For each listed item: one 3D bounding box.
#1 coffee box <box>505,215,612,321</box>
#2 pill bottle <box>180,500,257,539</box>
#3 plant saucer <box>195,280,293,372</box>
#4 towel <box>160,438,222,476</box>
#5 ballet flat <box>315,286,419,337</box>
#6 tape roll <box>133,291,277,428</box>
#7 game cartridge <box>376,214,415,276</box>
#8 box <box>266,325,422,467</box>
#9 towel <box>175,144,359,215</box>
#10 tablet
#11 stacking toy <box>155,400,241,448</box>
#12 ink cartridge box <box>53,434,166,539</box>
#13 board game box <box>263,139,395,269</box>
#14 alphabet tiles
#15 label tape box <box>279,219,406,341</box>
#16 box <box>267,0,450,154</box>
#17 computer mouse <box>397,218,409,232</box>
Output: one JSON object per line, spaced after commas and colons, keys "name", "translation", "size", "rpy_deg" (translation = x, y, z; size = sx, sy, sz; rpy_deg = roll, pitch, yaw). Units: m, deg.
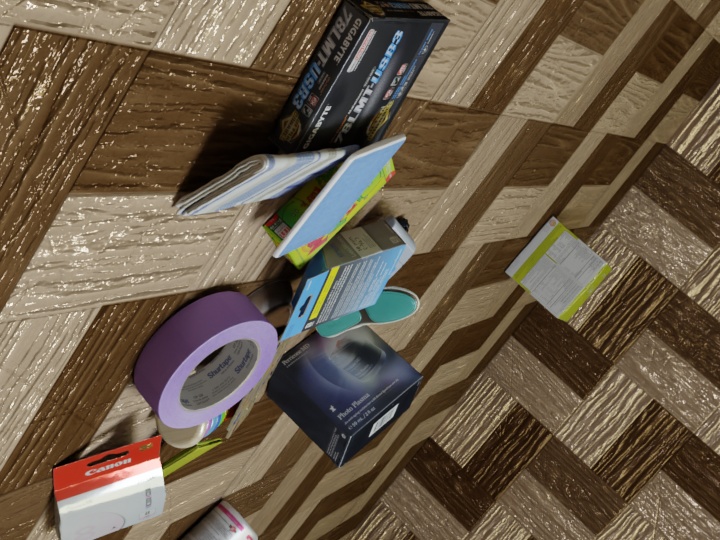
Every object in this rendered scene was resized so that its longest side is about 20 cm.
{"name": "coffee box", "translation": [0.546, 0.000, 2.803], "size": [0.200, 0.198, 0.200], "rpy_deg": [-50, 163, 8]}
{"name": "pill bottle", "translation": [-0.323, 0.589, 2.139], "size": [0.200, 0.113, 0.113], "rpy_deg": [-42, 162, -19]}
{"name": "plant saucer", "translation": [-0.170, 0.100, 1.585], "size": [0.200, 0.032, 0.200], "rpy_deg": [-43, 163, -16]}
{"name": "towel", "translation": [-0.317, 0.317, 1.621], "size": [0.200, 0.018, 0.086], "rpy_deg": [-32, 170, 14]}
{"name": "ballet flat", "translation": [0.013, 0.063, 1.790], "size": [0.199, 0.070, 0.069], "rpy_deg": [-18, 173, 21]}
{"name": "tape roll", "translation": [-0.213, 0.125, 1.425], "size": [0.200, 0.066, 0.200], "rpy_deg": [-35, 152, -22]}
{"name": "game cartridge", "translation": [0.000, 0.000, 1.695], "size": [0.200, 0.041, 0.133], "rpy_deg": [-41, 156, 4]}
{"name": "box", "translation": [-0.031, 0.210, 1.871], "size": [0.200, 0.198, 0.123], "rpy_deg": [-36, 157, -34]}
{"name": "towel", "translation": [-0.105, -0.110, 1.194], "size": [0.147, 0.024, 0.200], "rpy_deg": [-25, 177, 33]}
{"name": "tablet", "translation": [-0.029, -0.095, 1.312], "size": [0.130, 0.014, 0.200], "rpy_deg": [-29, 164, -51]}
{"name": "stacking toy", "translation": [-0.237, 0.216, 1.605], "size": [0.085, 0.085, 0.200], "rpy_deg": [-52, 167, 15]}
{"name": "ink cartridge box", "translation": [-0.366, 0.328, 1.500], "size": [0.162, 0.057, 0.200], "rpy_deg": [-15, 154, -25]}
{"name": "board game box", "translation": [-0.040, -0.100, 1.430], "size": [0.200, 0.048, 0.102], "rpy_deg": [-46, 163, -7]}
{"name": "alphabet tiles", "translation": [-0.160, 0.175, 1.663], "size": [0.200, 0.008, 0.167], "rpy_deg": [-61, 176, 20]}
{"name": "label tape box", "translation": [-0.042, 0.013, 1.544], "size": [0.200, 0.063, 0.144], "rpy_deg": [-19, 148, -40]}
{"name": "box", "translation": [0.002, -0.233, 1.245], "size": [0.198, 0.050, 0.200], "rpy_deg": [-21, 147, -58]}
{"name": "computer mouse", "translation": [0.017, 0.004, 1.794], "size": [0.140, 0.046, 0.200], "rpy_deg": [-23, 150, -54]}
